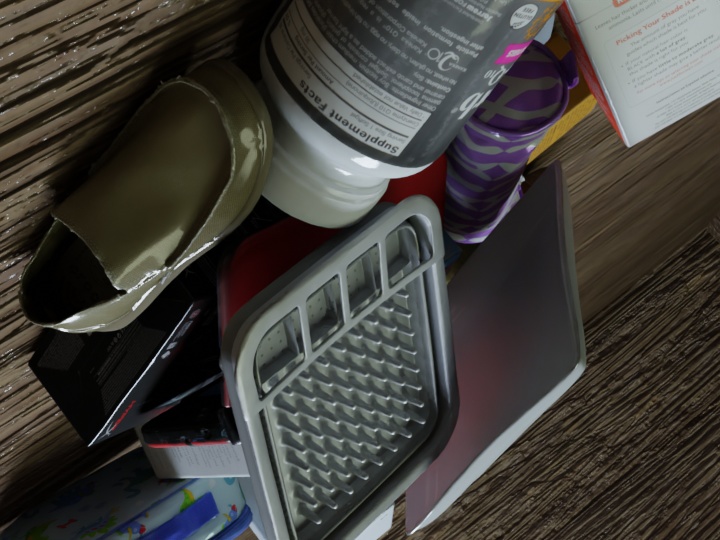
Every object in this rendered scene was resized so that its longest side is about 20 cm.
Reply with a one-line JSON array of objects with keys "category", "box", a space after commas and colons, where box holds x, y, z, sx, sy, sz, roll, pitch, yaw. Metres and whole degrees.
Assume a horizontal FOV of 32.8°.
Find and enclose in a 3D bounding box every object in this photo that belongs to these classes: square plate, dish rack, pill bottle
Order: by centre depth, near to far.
[{"category": "pill bottle", "box": [0.018, -0.122, 0.629, 0.116, 0.117, 0.200, -23, 157, -52]}, {"category": "dish rack", "box": [-0.012, 0.066, 0.723, 0.171, 0.043, 0.202, -39, 134, -35]}, {"category": "square plate", "box": [0.092, 0.054, 0.836, 0.200, 0.028, 0.199, -53, -158, 37]}]

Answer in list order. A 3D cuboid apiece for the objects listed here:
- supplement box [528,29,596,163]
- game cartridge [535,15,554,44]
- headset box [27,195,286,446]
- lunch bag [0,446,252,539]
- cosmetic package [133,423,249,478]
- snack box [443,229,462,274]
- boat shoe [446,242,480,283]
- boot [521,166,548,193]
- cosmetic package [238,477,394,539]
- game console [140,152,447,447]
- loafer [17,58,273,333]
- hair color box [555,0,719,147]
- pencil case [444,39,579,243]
[{"category": "supplement box", "box": [0.110, -0.110, 1.025, 0.199, 0.067, 0.069, -39, 166, -8]}, {"category": "game cartridge", "box": [0.071, -0.160, 0.833, 0.133, 0.042, 0.200, -48, 165, 9]}, {"category": "headset box", "box": [-0.103, 0.019, 0.825, 0.149, 0.077, 0.199, -50, 163, 31]}, {"category": "lunch bag", "box": [-0.202, 0.223, 1.043, 0.199, 0.083, 0.160, -30, -165, -35]}, {"category": "cosmetic package", "box": [-0.091, 0.112, 0.976, 0.101, 0.075, 0.199, -31, -170, -40]}, {"category": "snack box", "box": [0.000, 0.000, 0.958, 0.037, 0.116, 0.200, -34, 164, -31]}, {"category": "boat shoe", "box": [0.086, -0.003, 1.063, 0.063, 0.074, 0.201, -29, -176, 22]}, {"category": "boot", "box": [0.141, -0.022, 1.380, 0.154, 0.074, 0.201, -32, 152, -36]}, {"category": "cosmetic package", "box": [-0.071, 0.202, 1.217, 0.123, 0.200, 0.200, -38, 166, -10]}, {"category": "game console", "box": [-0.044, 0.017, 0.786, 0.199, 0.120, 0.172, -28, -169, -40]}, {"category": "loafer", "box": [-0.116, -0.027, 0.645, 0.200, 0.076, 0.067, -50, 169, 33]}, {"category": "hair color box", "box": [0.165, -0.178, 0.736, 0.101, 0.062, 0.200, -28, 135, 8]}, {"category": "pencil case", "box": [0.091, -0.086, 0.858, 0.084, 0.085, 0.200, -3, 162, -4]}]
